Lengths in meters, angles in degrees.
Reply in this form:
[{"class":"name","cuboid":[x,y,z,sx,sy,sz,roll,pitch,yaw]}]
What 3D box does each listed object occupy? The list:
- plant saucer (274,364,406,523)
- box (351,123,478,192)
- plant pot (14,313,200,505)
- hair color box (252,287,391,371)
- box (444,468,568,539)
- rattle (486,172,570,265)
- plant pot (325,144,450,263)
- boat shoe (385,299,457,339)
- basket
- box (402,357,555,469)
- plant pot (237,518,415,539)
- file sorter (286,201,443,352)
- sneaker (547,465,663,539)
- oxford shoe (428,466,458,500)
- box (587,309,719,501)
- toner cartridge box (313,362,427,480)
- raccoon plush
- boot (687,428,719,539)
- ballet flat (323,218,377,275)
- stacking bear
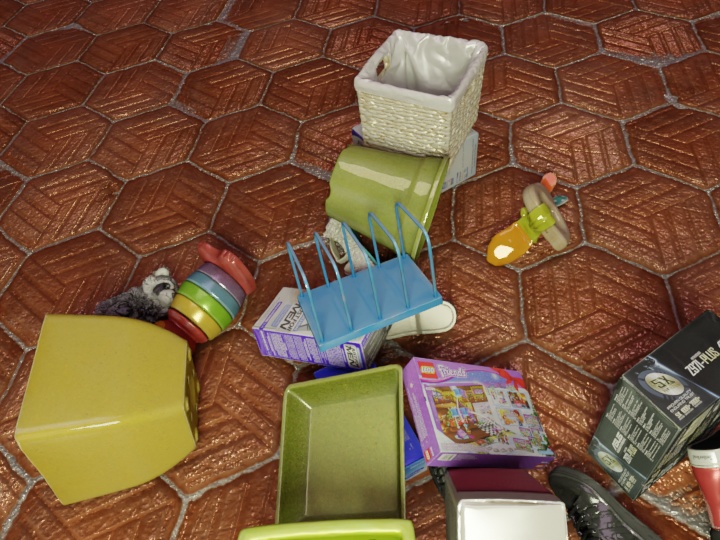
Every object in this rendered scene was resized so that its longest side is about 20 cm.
[{"class":"plant saucer","cuboid":[-0.019,0.244,0.800,0.196,0.048,0.204,-15,58,28]},{"class":"box","cuboid":[0.111,-0.245,1.235,0.197,0.106,0.184,-28,50,-18]},{"class":"plant pot","cuboid":[-0.336,0.187,0.855,0.194,0.198,0.197,-6,47,-7]},{"class":"hair color box","cuboid":[-0.060,0.089,0.953,0.195,0.066,0.110,5,38,25]},{"class":"box","cuboid":[0.153,0.300,0.662,0.106,0.200,0.132,-1,81,4]},{"class":"rattle","cuboid":[0.317,-0.093,1.128,0.128,0.144,0.202,29,33,-10]},{"class":"plant pot","cuboid":[0.042,-0.131,1.056,0.180,0.203,0.203,20,52,8]},{"class":"boat shoe","cuboid":[0.065,0.074,1.004,0.194,0.075,0.063,0,4,14]},{"class":"basket","cuboid":[0.117,-0.321,1.123,0.196,0.163,0.200,17,52,21]},{"class":"box","cuboid":[0.160,0.196,0.817,0.196,0.039,0.139,12,44,-27]},{"class":"plant pot","cuboid":[-0.028,0.398,0.631,0.193,0.184,0.203,-4,48,3]},{"class":"file sorter","cuboid":[0.000,0.000,0.892,0.196,0.125,0.139,-20,33,-10]},{"class":"sneaker","cuboid":[0.296,0.338,0.726,0.198,0.061,0.104,36,56,28]},{"class":"oxford shoe","cuboid":[0.126,0.223,0.843,0.082,0.074,0.203,-4,49,-3]},{"class":"box","cuboid":[0.394,0.175,0.764,0.161,0.203,0.086,-29,52,-18]},{"class":"toner cartridge box","cuboid":[0.011,0.218,0.879,0.093,0.044,0.202,-22,49,-12]},{"class":"raccoon plush","cuboid":[-0.411,0.052,1.050,0.195,0.098,0.135,10,42,15]},{"class":"boot","cuboid":[0.495,0.280,0.760,0.196,0.072,0.148,-5,81,-32]},{"class":"ballet flat","cuboid":[-0.011,-0.026,1.095,0.070,0.073,0.201,-23,48,-14]},{"class":"stacking bear","cuboid":[-0.274,0.070,1.001,0.120,0.114,0.202,16,61,43]}]
